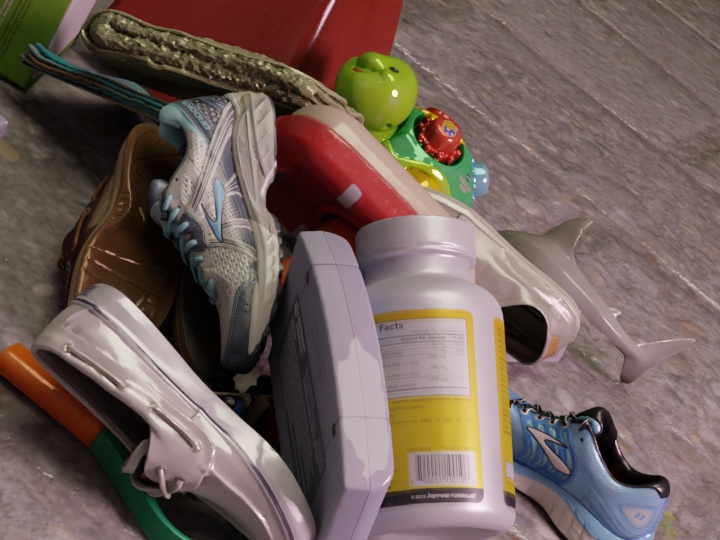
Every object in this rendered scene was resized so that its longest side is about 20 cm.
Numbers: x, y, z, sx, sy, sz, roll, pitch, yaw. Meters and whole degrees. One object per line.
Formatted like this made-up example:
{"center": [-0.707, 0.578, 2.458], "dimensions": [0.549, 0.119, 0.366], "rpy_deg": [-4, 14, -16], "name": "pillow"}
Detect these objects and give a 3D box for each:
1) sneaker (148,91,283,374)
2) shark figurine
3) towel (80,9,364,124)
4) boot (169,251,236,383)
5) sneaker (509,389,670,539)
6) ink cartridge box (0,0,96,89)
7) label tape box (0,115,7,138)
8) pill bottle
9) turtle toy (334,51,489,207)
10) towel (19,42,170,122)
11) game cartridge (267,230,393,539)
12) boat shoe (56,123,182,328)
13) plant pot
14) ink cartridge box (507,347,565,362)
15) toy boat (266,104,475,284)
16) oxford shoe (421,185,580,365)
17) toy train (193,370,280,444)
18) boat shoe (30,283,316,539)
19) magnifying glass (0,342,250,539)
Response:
{"center": [-0.101, -0.025, 1.152], "dimensions": [0.085, 0.078, 0.202], "rpy_deg": [1, 65, -14], "name": "sneaker"}
{"center": [0.191, 0.004, 1.513], "dimensions": [0.214, 0.090, 0.128], "rpy_deg": [38, -4, 23], "name": "shark figurine"}
{"center": [-0.102, -0.146, 1.309], "dimensions": [0.198, 0.037, 0.148], "rpy_deg": [16, -4, 15], "name": "towel"}
{"center": [-0.117, 0.008, 1.215], "dimensions": [0.073, 0.075, 0.201], "rpy_deg": [35, 35, -35], "name": "boot"}
{"center": [0.150, 0.125, 1.283], "dimensions": [0.200, 0.090, 0.078], "rpy_deg": [39, 25, 14], "name": "sneaker"}
{"center": [-0.238, -0.266, 1.391], "dimensions": [0.075, 0.201, 0.148], "rpy_deg": [30, 24, -6], "name": "ink cartridge box"}
{"center": [-0.346, -0.098, 1.119], "dimensions": [0.143, 0.066, 0.200], "rpy_deg": [38, 23, 10], "name": "label tape box"}
{"center": [0.040, 0.072, 1.117], "dimensions": [0.111, 0.112, 0.202], "rpy_deg": [11, 69, -39], "name": "pill bottle"}
{"center": [0.033, -0.098, 1.420], "dimensions": [0.145, 0.101, 0.200], "rpy_deg": [28, -12, 39], "name": "turtle toy"}
{"center": [-0.152, -0.125, 1.345], "dimensions": [0.199, 0.022, 0.146], "rpy_deg": [24, 3, 31], "name": "towel"}
{"center": [-0.020, 0.081, 1.062], "dimensions": [0.040, 0.134, 0.201], "rpy_deg": [0, 48, -13], "name": "game cartridge"}
{"center": [-0.168, -0.009, 1.173], "dimensions": [0.072, 0.072, 0.201], "rpy_deg": [30, 46, -26], "name": "boat shoe"}
{"center": [-0.078, -0.215, 1.501], "dimensions": [0.200, 0.177, 0.199], "rpy_deg": [42, 21, 17], "name": "plant pot"}
{"center": [0.059, 0.015, 1.452], "dimensions": [0.159, 0.048, 0.199], "rpy_deg": [2, 23, -48], "name": "ink cartridge box"}
{"center": [-0.016, -0.010, 1.229], "dimensions": [0.200, 0.130, 0.131], "rpy_deg": [45, 65, -5], "name": "toy boat"}
{"center": [0.079, 0.002, 1.308], "dimensions": [0.199, 0.075, 0.058], "rpy_deg": [36, 46, -1], "name": "oxford shoe"}
{"center": [-0.056, 0.096, 1.159], "dimensions": [0.199, 0.034, 0.046], "rpy_deg": [7, 46, -45], "name": "toy train"}
{"center": [-0.111, 0.099, 1.004], "dimensions": [0.200, 0.072, 0.066], "rpy_deg": [50, 59, -3], "name": "boat shoe"}
{"center": [-0.141, 0.113, 1.041], "dimensions": [0.200, 0.022, 0.080], "rpy_deg": [40, 26, 9], "name": "magnifying glass"}
